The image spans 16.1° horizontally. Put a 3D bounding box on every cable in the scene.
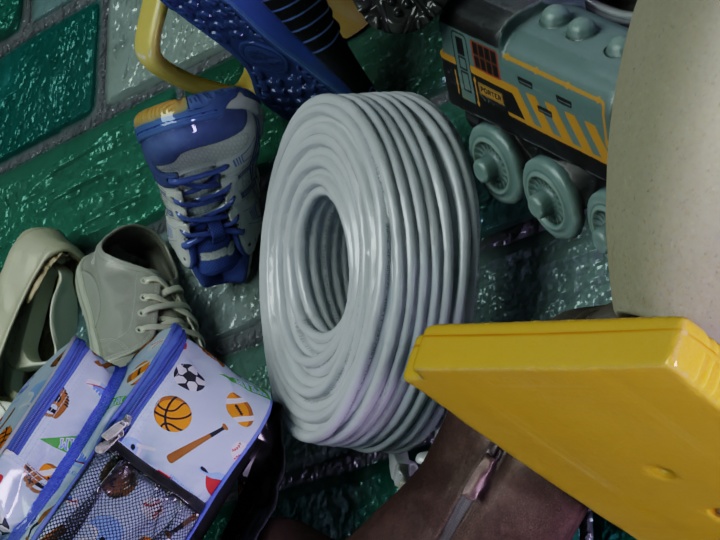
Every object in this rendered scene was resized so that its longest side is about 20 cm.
[{"bbox_3d":[0.000,0.000,1.399,0.200,0.069,0.201,-123,41,-53],"label":"cable"}]

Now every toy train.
[{"bbox_3d":[0.114,-0.078,1.286,0.200,0.085,0.114,33,144,50],"label":"toy train"}]

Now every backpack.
[{"bbox_3d":[-0.138,0.122,1.415,0.191,0.154,0.200,-49,8,-27],"label":"backpack"}]

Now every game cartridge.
[{"bbox_3d":[0.139,0.076,1.135,0.176,0.200,0.033,-3,58,49],"label":"game cartridge"}]

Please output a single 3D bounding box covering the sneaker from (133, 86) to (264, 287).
[{"bbox_3d":[-0.084,-0.046,1.501,0.075,0.200,0.089,-12,77,1],"label":"sneaker"}]

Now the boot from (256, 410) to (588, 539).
[{"bbox_3d":[0.032,0.133,1.330,0.200,0.072,0.167,33,114,37],"label":"boot"}]

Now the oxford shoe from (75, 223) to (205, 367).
[{"bbox_3d":[-0.128,0.038,1.575,0.058,0.075,0.200,-56,36,23],"label":"oxford shoe"}]

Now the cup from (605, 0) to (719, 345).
[{"bbox_3d":[0.184,-0.025,1.103,0.200,0.200,0.144,21,83,52],"label":"cup"}]

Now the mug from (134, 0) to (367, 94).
[{"bbox_3d":[-0.063,-0.212,1.530,0.149,0.153,0.187,-23,60,43],"label":"mug"}]

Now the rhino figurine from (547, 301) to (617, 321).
[{"bbox_3d":[0.152,0.041,1.231,0.200,0.087,0.060,-9,99,47],"label":"rhino figurine"}]

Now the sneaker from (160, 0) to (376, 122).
[{"bbox_3d":[-0.041,-0.148,1.457,0.070,0.200,0.078,4,63,39],"label":"sneaker"}]

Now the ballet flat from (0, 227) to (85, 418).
[{"bbox_3d":[-0.227,0.069,1.694,0.069,0.069,0.201,13,85,52],"label":"ballet flat"}]

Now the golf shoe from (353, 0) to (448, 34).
[{"bbox_3d":[0.037,-0.210,1.347,0.077,0.095,0.201,7,75,8],"label":"golf shoe"}]

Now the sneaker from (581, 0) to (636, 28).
[{"bbox_3d":[0.123,-0.160,1.341,0.200,0.082,0.070,10,84,52],"label":"sneaker"}]
